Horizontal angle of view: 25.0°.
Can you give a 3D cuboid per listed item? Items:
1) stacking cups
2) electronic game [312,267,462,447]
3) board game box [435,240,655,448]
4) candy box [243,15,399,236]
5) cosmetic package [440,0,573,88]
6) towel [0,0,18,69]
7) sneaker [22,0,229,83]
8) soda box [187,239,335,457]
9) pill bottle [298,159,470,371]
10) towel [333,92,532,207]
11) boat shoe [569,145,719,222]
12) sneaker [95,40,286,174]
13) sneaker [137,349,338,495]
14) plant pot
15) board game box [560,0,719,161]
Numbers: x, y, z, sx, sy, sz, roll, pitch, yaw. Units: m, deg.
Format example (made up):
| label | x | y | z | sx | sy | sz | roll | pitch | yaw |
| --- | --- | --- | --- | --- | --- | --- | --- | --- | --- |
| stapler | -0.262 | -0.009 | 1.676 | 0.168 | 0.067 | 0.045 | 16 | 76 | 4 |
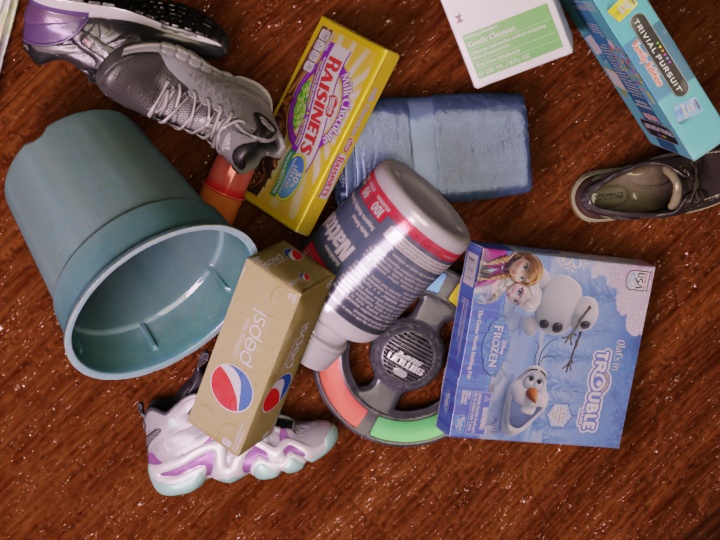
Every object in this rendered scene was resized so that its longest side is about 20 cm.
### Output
| label | x | y | z | sx | sy | sz | roll | pitch | yaw |
| --- | --- | --- | --- | --- | --- | --- | --- | --- | --- |
| stacking cups | -0.157 | -0.025 | 1.625 | 0.060 | 0.061 | 0.200 | 25 | 102 | -10 |
| electronic game | 0.048 | 0.086 | 1.684 | 0.200 | 0.042 | 0.200 | -1 | 102 | -5 |
| board game box | 0.191 | 0.078 | 1.675 | 0.199 | 0.043 | 0.200 | 5 | 101 | -20 |
| candy box | -0.045 | -0.144 | 1.605 | 0.026 | 0.102 | 0.200 | 17 | 103 | -52 |
| cosmetic package | 0.126 | -0.294 | 1.586 | 0.108 | 0.085 | 0.200 | -21 | 104 | 14 |
| towel | -0.437 | -0.251 | 1.572 | 0.200 | 0.048 | 0.171 | 16 | 96 | -8 |
| sneaker | -0.231 | -0.223 | 1.592 | 0.200 | 0.076 | 0.088 | 13 | 114 | -4 |
| soda box | -0.096 | 0.075 | 1.548 | 0.068 | 0.064 | 0.200 | 33 | 122 | 18 |
| pill bottle | 0.000 | 0.000 | 1.589 | 0.120 | 0.120 | 0.200 | 41 | 106 | -11 |
| towel | 0.071 | -0.122 | 1.642 | 0.200 | 0.049 | 0.112 | -4 | 101 | -4 |
| boat shoe | 0.317 | -0.085 | 1.663 | 0.200 | 0.065 | 0.073 | -15 | 101 | -3 |
| sneaker | -0.148 | -0.149 | 1.541 | 0.200 | 0.116 | 0.075 | 10 | 126 | -39 |
| sneaker | -0.130 | 0.144 | 1.660 | 0.200 | 0.078 | 0.140 | -13 | 103 | -3 |
| plant pot | -0.229 | -0.036 | 1.536 | 0.200 | 0.200 | 0.196 | -38 | 61 | 3 |
| board game box | 0.272 | -0.210 | 1.591 | 0.047 | 0.151 | 0.200 | -35 | 103 | 2 |
